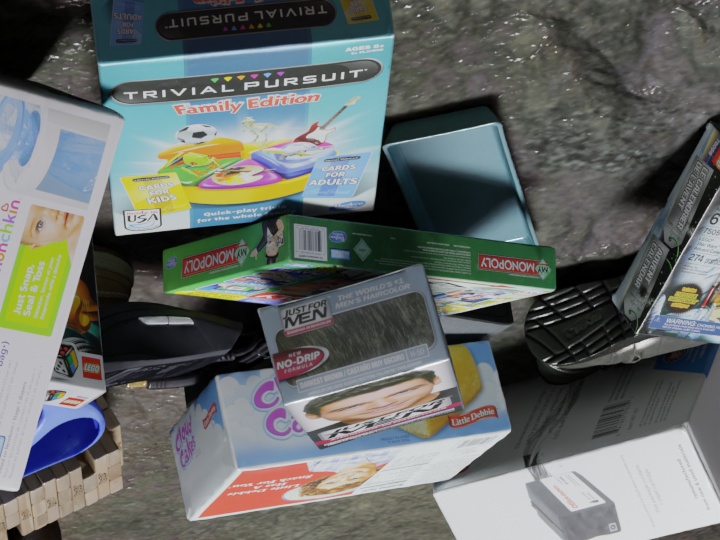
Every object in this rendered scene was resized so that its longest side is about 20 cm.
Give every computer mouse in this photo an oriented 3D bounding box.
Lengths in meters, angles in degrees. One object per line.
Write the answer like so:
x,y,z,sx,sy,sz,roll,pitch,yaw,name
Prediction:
-0.131,0.046,1.494,0.199,0.046,0.140,-9,171,-33,computer mouse

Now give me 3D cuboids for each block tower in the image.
-0.255,0.155,1.662,0.199,0.054,0.058,-26,148,-20,block tower

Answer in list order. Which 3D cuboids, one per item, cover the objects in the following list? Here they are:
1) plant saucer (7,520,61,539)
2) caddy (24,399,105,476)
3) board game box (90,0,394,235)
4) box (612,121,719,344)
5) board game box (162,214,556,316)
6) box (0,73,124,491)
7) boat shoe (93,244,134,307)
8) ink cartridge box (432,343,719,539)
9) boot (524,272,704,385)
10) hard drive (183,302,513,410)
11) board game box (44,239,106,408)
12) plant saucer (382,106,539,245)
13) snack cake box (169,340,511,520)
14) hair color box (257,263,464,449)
-0.310,0.197,1.697,0.198,0.201,0.032,-8,128,-1,plant saucer
-0.257,0.094,1.557,0.199,0.106,0.141,-24,151,31,caddy
-0.064,-0.087,1.290,0.150,0.047,0.200,-6,156,-6,board game box
0.271,-0.014,1.505,0.199,0.040,0.138,7,123,-31,box
0.000,0.000,1.450,0.199,0.029,0.134,6,167,-36,board game box
-0.213,-0.002,1.215,0.112,0.202,0.101,12,-175,-39,box
-0.231,0.027,1.452,0.198,0.077,0.072,-2,153,-18,boat shoe
0.169,0.129,1.709,0.199,0.145,0.084,-17,110,27,ink cartridge box
0.208,0.029,1.648,0.198,0.068,0.131,-13,168,9,boot
-0.011,0.054,1.643,0.139,0.033,0.200,9,151,-35,hard drive
-0.234,0.000,1.330,0.199,0.127,0.035,12,150,-40,board game box
0.063,-0.047,1.459,0.069,0.019,0.200,-11,156,7,plant saucer
-0.015,0.106,1.607,0.199,0.068,0.115,-7,162,-24,snack cake box
0.004,0.055,1.441,0.098,0.061,0.200,-16,167,2,hair color box
